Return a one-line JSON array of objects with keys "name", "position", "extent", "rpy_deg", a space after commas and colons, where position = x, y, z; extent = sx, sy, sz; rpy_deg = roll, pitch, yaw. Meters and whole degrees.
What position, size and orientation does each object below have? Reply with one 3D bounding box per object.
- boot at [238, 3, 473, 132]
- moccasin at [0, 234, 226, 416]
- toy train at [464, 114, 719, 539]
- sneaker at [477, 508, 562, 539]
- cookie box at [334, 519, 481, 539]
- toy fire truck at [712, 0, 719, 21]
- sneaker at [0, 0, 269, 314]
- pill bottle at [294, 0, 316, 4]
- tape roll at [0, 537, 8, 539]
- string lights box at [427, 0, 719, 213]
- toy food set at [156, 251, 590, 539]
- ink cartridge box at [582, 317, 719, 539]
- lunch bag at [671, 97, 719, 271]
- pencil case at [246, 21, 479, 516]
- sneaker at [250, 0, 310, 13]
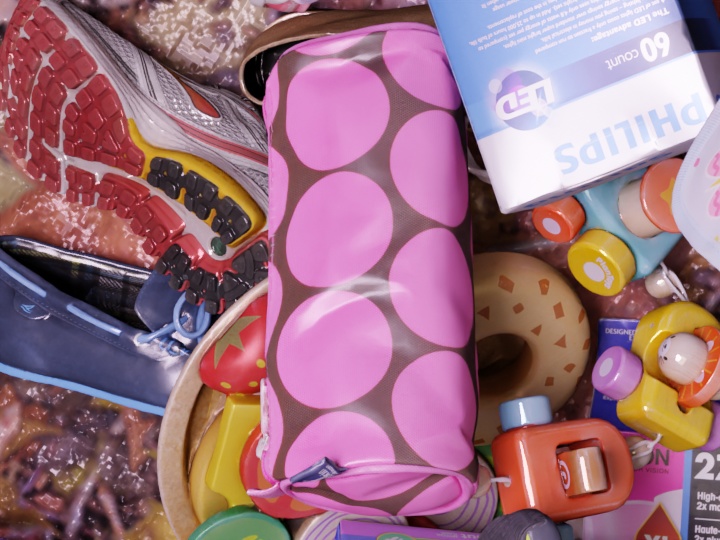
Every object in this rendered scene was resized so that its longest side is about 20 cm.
[{"name": "boot", "position": [0.042, -0.093, 1.000], "extent": [0.199, 0.075, 0.074], "rpy_deg": [-5, 98, 12]}, {"name": "moccasin", "position": [-0.095, 0.026, 1.048], "extent": [0.199, 0.081, 0.068], "rpy_deg": [7, 114, 10]}, {"name": "toy train", "position": [0.107, 0.021, 0.962], "extent": [0.056, 0.150, 0.201], "rpy_deg": [-21, 72, 54]}, {"name": "sneaker", "position": [0.103, 0.178, 0.923], "extent": [0.081, 0.074, 0.201], "rpy_deg": [-24, 116, -7]}, {"name": "cookie box", "position": [0.058, 0.224, 1.005], "extent": [0.170, 0.075, 0.201], "rpy_deg": [7, 110, -7]}, {"name": "toy fire truck", "position": [0.189, -0.147, 0.942], "extent": [0.176, 0.129, 0.200], "rpy_deg": [-44, 78, 17]}, {"name": "sneaker", "position": [-0.095, -0.059, 1.043], "extent": [0.200, 0.082, 0.078], "rpy_deg": [44, 128, 16]}, {"name": "pill bottle", "position": [-0.079, -0.196, 0.892], "extent": [0.200, 0.111, 0.111], "rpy_deg": [36, 106, 10]}, {"name": "tape roll", "position": [-0.202, 0.224, 1.051], "extent": [0.065, 0.200, 0.201], "rpy_deg": [19, 105, 8]}, {"name": "string lights box", "position": [0.078, -0.135, 0.913], "extent": [0.102, 0.059, 0.201], "rpy_deg": [-20, 87, 24]}, {"name": "toy food set", "position": [0.003, 0.077, 1.010], "extent": [0.199, 0.049, 0.199], "rpy_deg": [2, 116, -27]}, {"name": "ink cartridge box", "position": [0.153, 0.125, 1.042], "extent": [0.094, 0.037, 0.201], "rpy_deg": [3, 100, 11]}, {"name": "lunch bag", "position": [0.204, -0.060, 0.801], "extent": [0.127, 0.200, 0.170], "rpy_deg": [36, 107, 5]}, {"name": "pencil case", "position": [0.000, 0.000, 0.919], "extent": [0.093, 0.091, 0.201], "rpy_deg": [-6, 70, 19]}, {"name": "sneaker", "position": [-0.075, -0.153, 0.994], "extent": [0.200, 0.075, 0.105], "rpy_deg": [-22, 101, -8]}]
